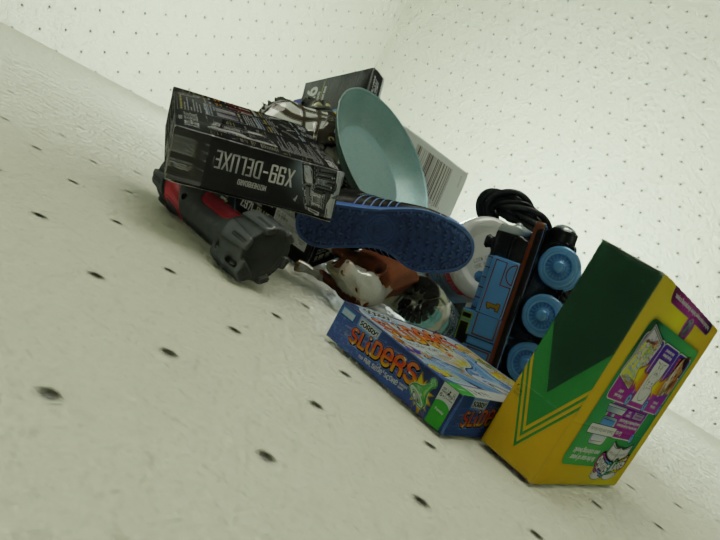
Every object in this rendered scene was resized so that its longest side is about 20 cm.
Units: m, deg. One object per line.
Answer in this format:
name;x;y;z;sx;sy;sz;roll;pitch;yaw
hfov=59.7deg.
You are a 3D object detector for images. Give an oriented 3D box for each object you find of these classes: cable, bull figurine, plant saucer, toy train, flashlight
cable;0.234;-0.028;0.852;0.201;0.050;0.164;51;-14;29
bull figurine;0.000;0.000;0.737;0.120;0.066;0.199;30;13;22
plant saucer;0.020;-0.140;0.832;0.200;0.038;0.205;34;46;-43
toy train;0.175;0.039;0.709;0.112;0.205;0.086;19;3;20
flashlight;-0.133;-0.057;0.600;0.067;0.069;0.199;7;18;-44

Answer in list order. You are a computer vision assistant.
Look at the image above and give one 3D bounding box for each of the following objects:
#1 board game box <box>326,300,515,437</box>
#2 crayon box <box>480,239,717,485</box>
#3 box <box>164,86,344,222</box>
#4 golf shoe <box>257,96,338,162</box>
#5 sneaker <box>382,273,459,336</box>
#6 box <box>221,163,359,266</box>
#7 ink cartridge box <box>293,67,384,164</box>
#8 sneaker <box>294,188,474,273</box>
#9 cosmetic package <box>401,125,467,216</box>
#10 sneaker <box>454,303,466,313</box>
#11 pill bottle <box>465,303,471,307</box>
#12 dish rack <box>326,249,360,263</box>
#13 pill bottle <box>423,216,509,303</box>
board game box;0.077;0.093;0.549;0.135;0.035;0.198;35;8;37
crayon box;0.205;0.090;0.520;0.198;0.175;0.058;23;11;-48
box;-0.115;-0.123;0.629;0.154;0.051;0.201;12;21;-23
golf shoe;-0.072;-0.169;0.805;0.094;0.078;0.199;41;37;11
sneaker;0.073;0.041;0.857;0.086;0.078;0.200;42;5;-30
box;-0.089;-0.105;0.857;0.198;0.087;0.163;35;27;20
ink cartridge box;-0.068;-0.216;1.007;0.196;0.202;0.047;-1;-21;34
sneaker;0.026;-0.051;0.684;0.195;0.072;0.078;12;22;-7
cosmetic package;0.034;-0.133;1.038;0.163;0.168;0.199;26;-2;-36
sneaker;0.192;0.040;1.016;0.197;0.093;0.076;26;6;22
pill bottle;0.215;0.088;0.864;0.111;0.114;0.200;27;6;-16
dish rack;-0.071;-0.056;1.007;0.169;0.044;0.200;31;6;13
pill bottle;0.142;-0.009;0.887;0.107;0.111;0.200;28;-10;-9
